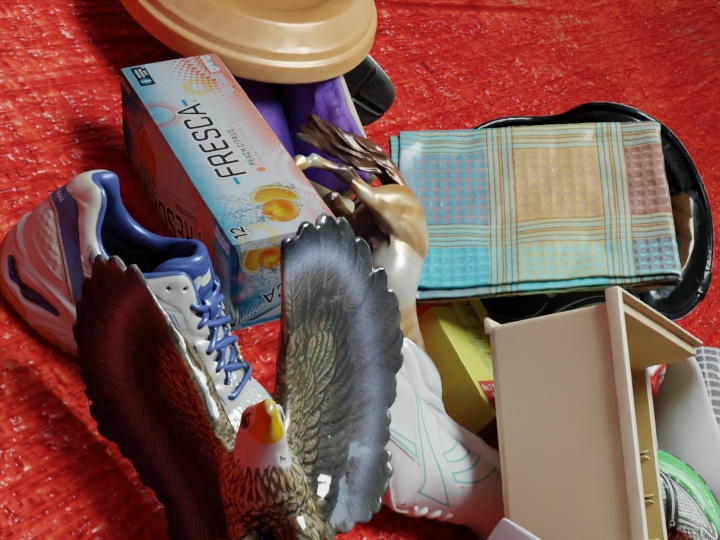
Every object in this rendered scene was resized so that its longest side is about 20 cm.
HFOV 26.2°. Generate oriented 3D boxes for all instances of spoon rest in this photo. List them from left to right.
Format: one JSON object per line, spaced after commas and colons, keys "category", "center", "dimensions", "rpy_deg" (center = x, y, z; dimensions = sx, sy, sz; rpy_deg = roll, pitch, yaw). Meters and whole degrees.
{"category": "spoon rest", "center": [0.240, 0.122, 1.181], "dimensions": [0.099, 0.061, 0.201], "rpy_deg": [23, -33, 41]}

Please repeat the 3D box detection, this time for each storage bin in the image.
{"category": "storage bin", "center": [0.164, 0.136, 0.982], "dimensions": [0.198, 0.093, 0.202], "rpy_deg": [24, 58, -58]}

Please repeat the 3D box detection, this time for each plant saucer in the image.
{"category": "plant saucer", "center": [-0.079, -0.210, 1.102], "dimensions": [0.198, 0.038, 0.201], "rpy_deg": [14, 42, -13]}

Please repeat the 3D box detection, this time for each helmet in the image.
{"category": "helmet", "center": [0.154, -0.027, 1.198], "dimensions": [0.199, 0.190, 0.202], "rpy_deg": [7, 79, -43]}

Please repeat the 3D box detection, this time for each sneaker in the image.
{"category": "sneaker", "center": [-0.100, 0.033, 0.832], "dimensions": [0.200, 0.088, 0.075], "rpy_deg": [42, 24, -15]}
{"category": "sneaker", "center": [-0.057, -0.198, 1.235], "dimensions": [0.199, 0.076, 0.116], "rpy_deg": [26, 35, -34]}
{"category": "sneaker", "center": [0.037, 0.123, 0.957], "dimensions": [0.201, 0.070, 0.081], "rpy_deg": [49, 61, -29]}
{"category": "sneaker", "center": [0.183, 0.161, 1.128], "dimensions": [0.200, 0.078, 0.085], "rpy_deg": [42, 32, 7]}

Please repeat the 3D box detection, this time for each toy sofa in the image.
{"category": "toy sofa", "center": [-0.064, -0.114, 1.084], "dimensions": [0.082, 0.098, 0.201], "rpy_deg": [24, 34, -38]}

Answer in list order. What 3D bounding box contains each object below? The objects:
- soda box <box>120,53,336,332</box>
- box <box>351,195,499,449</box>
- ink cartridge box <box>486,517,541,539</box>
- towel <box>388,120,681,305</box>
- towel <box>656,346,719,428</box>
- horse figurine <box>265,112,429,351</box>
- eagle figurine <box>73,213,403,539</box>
{"category": "soda box", "center": [-0.083, -0.052, 0.928], "dimensions": [0.068, 0.064, 0.200], "rpy_deg": [-12, 40, -22]}
{"category": "box", "center": [0.052, 0.035, 1.108], "dimensions": [0.075, 0.050, 0.201], "rpy_deg": [8, 47, -51]}
{"category": "ink cartridge box", "center": [0.125, 0.249, 0.756], "dimensions": [0.200, 0.147, 0.147], "rpy_deg": [38, -6, -19]}
{"category": "towel", "center": [0.118, -0.045, 1.084], "dimensions": [0.022, 0.198, 0.148], "rpy_deg": [80, 7, -55]}
{"category": "towel", "center": [0.344, 0.175, 1.331], "dimensions": [0.200, 0.085, 0.166], "rpy_deg": [40, 27, -16]}
{"category": "horse figurine", "center": [0.000, 0.000, 0.987], "dimensions": [0.132, 0.050, 0.202], "rpy_deg": [8, 80, -36]}
{"category": "eagle figurine", "center": [-0.051, 0.087, 0.752], "dimensions": [0.151, 0.151, 0.201], "rpy_deg": [18, 45, -35]}
